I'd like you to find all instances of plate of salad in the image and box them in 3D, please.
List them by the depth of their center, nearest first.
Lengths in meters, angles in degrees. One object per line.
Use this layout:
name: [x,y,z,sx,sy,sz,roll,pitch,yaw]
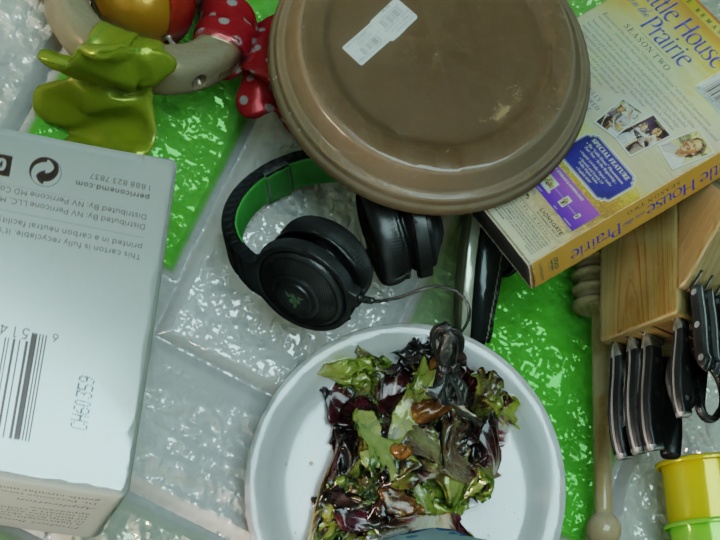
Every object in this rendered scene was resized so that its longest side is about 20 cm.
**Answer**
plate of salad: [0.030,0.131,1.113,0.199,0.048,0.201,1,83,-10]

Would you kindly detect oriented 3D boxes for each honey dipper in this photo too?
honey dipper: [0.154,0.078,1.192,0.038,0.038,0.201,7,72,-15]

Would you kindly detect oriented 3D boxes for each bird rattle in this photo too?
bird rattle: [-0.117,-0.154,1.154,0.199,0.113,0.163,-22,64,-25]

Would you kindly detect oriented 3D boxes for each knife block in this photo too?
knife block: [0.188,0.021,1.176,0.064,0.200,0.176,22,104,-32]

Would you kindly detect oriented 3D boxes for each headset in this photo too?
headset: [0.000,0.000,1.124,0.123,0.094,0.200,-29,44,-21]

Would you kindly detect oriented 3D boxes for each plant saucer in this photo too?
plant saucer: [0.044,-0.130,1.116,0.199,0.029,0.201,3,68,-7]

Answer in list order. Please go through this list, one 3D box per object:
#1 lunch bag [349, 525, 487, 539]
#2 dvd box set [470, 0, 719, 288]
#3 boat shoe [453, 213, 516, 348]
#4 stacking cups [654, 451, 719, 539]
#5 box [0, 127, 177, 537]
lunch bag: [0.020,0.251,1.043,0.160,0.082,0.201,-14,97,-22]
dvd box set: [0.148,-0.092,1.148,0.199,0.029,0.147,-31,56,-10]
boat shoe: [0.099,-0.039,1.192,0.066,0.075,0.200,10,60,-1]
stacking cups: [0.224,0.215,1.153,0.060,0.061,0.201,1,72,-17]
box: [-0.219,0.030,1.040,0.198,0.131,0.201,11,69,-13]
